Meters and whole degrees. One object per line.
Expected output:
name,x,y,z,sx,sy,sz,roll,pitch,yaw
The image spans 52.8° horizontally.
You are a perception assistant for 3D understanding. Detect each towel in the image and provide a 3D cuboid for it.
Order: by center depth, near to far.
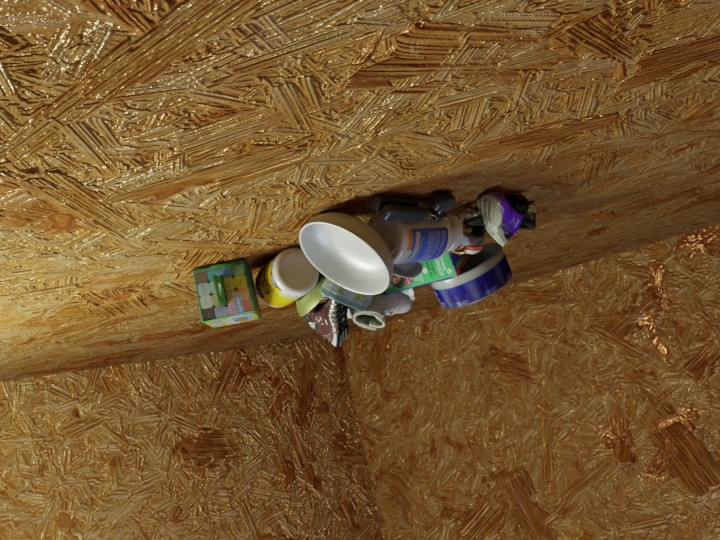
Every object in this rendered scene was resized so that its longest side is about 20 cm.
towel,0.000,0.000,1.631,0.048,0.172,0.200,30,-178,27

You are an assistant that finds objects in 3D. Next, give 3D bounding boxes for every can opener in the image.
can opener,0.107,-0.129,1.383,0.199,0.053,0.067,-2,134,-49

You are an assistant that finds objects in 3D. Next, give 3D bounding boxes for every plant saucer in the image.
plant saucer,-0.093,0.019,1.710,0.200,0.031,0.200,-49,-168,14

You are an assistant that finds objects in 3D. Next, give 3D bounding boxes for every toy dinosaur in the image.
toy dinosaur,0.184,-0.076,1.628,0.200,0.106,0.060,-35,-161,18

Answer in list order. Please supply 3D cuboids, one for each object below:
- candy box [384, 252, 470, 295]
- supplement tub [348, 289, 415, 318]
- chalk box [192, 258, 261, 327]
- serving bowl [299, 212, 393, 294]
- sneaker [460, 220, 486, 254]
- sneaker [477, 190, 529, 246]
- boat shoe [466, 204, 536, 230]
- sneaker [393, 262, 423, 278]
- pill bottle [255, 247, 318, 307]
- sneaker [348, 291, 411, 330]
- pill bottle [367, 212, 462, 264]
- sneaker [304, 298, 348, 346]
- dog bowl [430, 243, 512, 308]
candy box,0.162,-0.023,1.817,0.199,0.077,0.169,-18,-167,27
supplement tub,0.042,0.044,2.015,0.199,0.146,0.145,-13,171,3
chalk box,-0.301,0.052,1.641,0.123,0.125,0.200,-11,172,-6
serving bowl,-0.018,-0.043,1.395,0.066,0.200,0.200,-57,-165,-28
sneaker,0.203,-0.095,1.685,0.199,0.077,0.082,4,127,-24
sneaker,0.315,-0.135,1.560,0.099,0.070,0.200,-40,155,-3
boat shoe,0.333,-0.116,1.679,0.199,0.065,0.073,-7,171,-27
sneaker,0.036,-0.043,1.540,0.199,0.085,0.073,18,126,-29
pill bottle,-0.178,0.022,1.680,0.109,0.110,0.200,-8,170,-26
sneaker,0.053,0.104,1.800,0.199,0.116,0.074,9,128,-29
pill bottle,0.116,-0.073,1.482,0.199,0.113,0.112,-6,169,-43
sneaker,-0.088,0.085,1.729,0.115,0.201,0.076,21,-143,23
dog bowl,0.275,0.012,1.822,0.199,0.079,0.200,-26,-168,6
